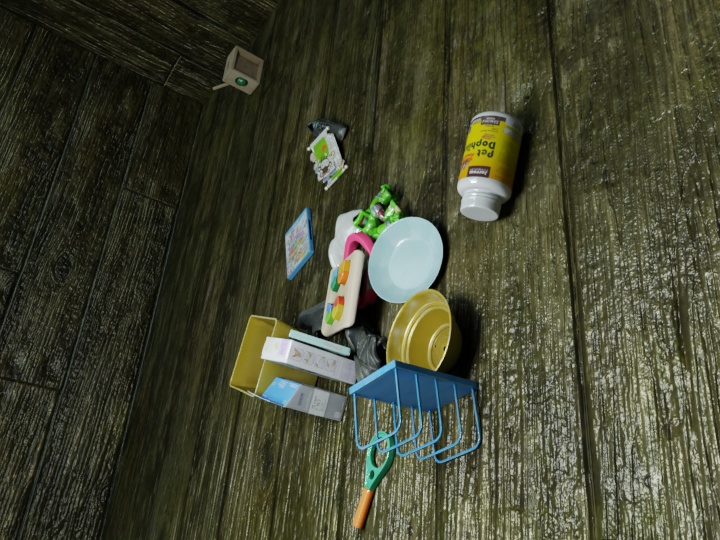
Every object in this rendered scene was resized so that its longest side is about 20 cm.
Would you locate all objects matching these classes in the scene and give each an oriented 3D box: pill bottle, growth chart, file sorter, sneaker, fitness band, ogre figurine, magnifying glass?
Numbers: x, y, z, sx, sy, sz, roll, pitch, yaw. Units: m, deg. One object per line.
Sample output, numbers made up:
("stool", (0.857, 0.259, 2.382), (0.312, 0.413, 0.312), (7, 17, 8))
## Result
("pill bottle", (0.256, -0.206, 1.286), (0.109, 0.108, 0.202), (-9, 64, 57))
("growth chart", (-0.109, -0.355, 2.050), (0.145, 0.018, 0.201), (-46, 54, 37))
("file sorter", (0.101, 0.261, 1.157), (0.139, 0.199, 0.124), (-39, 43, 41))
("sneaker", (-0.029, -0.081, 1.738), (0.088, 0.075, 0.202), (-21, 52, 39))
("fitness band", (0.000, 0.000, 1.591), (0.144, 0.037, 0.201), (-122, 30, -41))
("sneaker", (-0.113, -0.457, 2.110), (0.199, 0.079, 0.076), (18, 86, 59))
("ogre figurine", (0.049, -0.135, 1.609), (0.120, 0.098, 0.201), (-44, 47, 18))
("magnifying glass", (0.024, 0.438, 1.353), (0.079, 0.022, 0.202), (7, 79, 60))
("sneaker", (-0.112, 0.147, 1.734), (0.199, 0.060, 0.105), (-33, 40, 42))
("sneaker", (0.027, 0.160, 1.478), (0.114, 0.076, 0.201), (-47, 39, 31))

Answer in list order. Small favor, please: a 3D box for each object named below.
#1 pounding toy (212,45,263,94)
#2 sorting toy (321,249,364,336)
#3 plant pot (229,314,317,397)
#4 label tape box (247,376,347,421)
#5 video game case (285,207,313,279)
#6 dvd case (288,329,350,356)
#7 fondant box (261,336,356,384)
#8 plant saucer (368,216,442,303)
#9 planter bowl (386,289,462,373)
("pounding toy", (-0.599, -0.960, 3.154), (0.142, 0.183, 0.202), (-29, 47, 49))
("sorting toy", (-0.051, 0.058, 1.559), (0.200, 0.036, 0.187), (150, 131, -66))
("plant pot", (-0.212, 0.245, 1.719), (0.199, 0.175, 0.202), (-2, 70, 61))
("label tape box", (-0.153, 0.303, 1.559), (0.143, 0.199, 0.067), (-1, 68, 59))
("video game case", (-0.199, -0.088, 2.078), (0.143, 0.018, 0.201), (-48, 35, 35))
("dvd case", (-0.102, 0.175, 1.537), (0.200, 0.144, 0.022), (128, 160, -81))
("fondant box", (-0.121, 0.218, 1.559), (0.144, 0.199, 0.059), (-4, 68, 58))
("plant saucer", (0.108, -0.020, 1.454), (0.199, 0.039, 0.203), (-15, 65, 34))
("planter bowl", (0.142, 0.146, 1.277), (0.200, 0.083, 0.202), (-39, 40, 43))
